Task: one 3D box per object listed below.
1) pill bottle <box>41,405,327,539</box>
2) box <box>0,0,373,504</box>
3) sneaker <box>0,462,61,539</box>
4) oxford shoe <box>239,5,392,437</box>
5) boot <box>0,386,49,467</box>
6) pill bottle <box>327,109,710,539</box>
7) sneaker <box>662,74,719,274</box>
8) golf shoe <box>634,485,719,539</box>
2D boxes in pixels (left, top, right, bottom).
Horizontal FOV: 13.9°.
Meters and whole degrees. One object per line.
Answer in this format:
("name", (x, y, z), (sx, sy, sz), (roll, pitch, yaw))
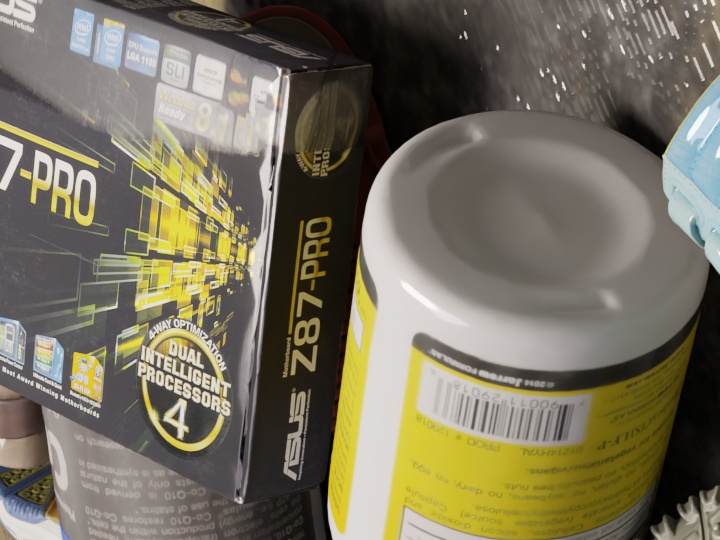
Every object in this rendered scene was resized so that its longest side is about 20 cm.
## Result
("pill bottle", (-0.073, 0.083, 1.237), (0.114, 0.114, 0.201), (32, 134, 53))
("box", (-0.086, -0.022, 1.090), (0.200, 0.049, 0.162), (23, 111, 41))
("sneaker", (-0.125, 0.144, 1.426), (0.200, 0.075, 0.088), (35, 137, 52))
("oxford shoe", (0.000, 0.000, 1.109), (0.075, 0.070, 0.201), (110, 143, -79))
("boot", (-0.151, 0.015, 1.304), (0.200, 0.070, 0.147), (-47, -37, -72))
("pill bottle", (0.047, 0.054, 0.981), (0.111, 0.111, 0.200), (51, 147, 36))
("sneaker", (0.137, 0.022, 0.823), (0.130, 0.079, 0.201), (35, 127, 48))
("golf shoe", (0.113, 0.168, 0.971), (0.078, 0.097, 0.201), (28, 103, 48))
